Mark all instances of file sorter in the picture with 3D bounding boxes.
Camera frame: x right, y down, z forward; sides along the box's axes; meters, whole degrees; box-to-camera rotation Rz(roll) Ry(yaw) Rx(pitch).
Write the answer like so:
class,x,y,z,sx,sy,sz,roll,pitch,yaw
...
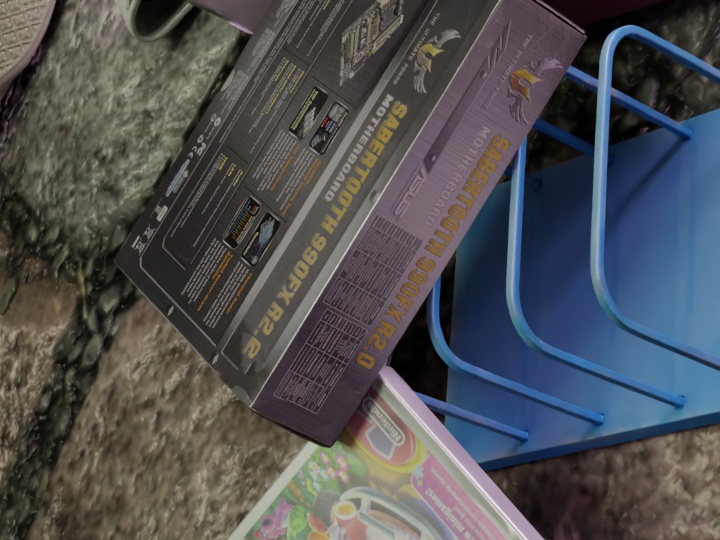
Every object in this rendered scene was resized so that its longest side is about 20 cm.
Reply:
class,x,y,z,sx,sy,sz,roll,pitch,yaw
file sorter,0.076,-0.006,0.913,0.199,0.122,0.140,-17,60,45

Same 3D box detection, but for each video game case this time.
class,x,y,z,sx,sy,sz,roll,pitch,yaw
video game case,-0.008,0.160,0.869,0.143,0.018,0.200,47,109,24

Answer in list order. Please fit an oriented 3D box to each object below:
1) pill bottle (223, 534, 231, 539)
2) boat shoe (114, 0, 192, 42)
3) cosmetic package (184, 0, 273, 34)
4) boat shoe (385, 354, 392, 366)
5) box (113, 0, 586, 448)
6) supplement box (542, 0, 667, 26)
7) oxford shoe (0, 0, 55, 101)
class,x,y,z,sx,sy,sz,roll,pitch,yaw
pill bottle,-0.020,0.162,0.958,0.200,0.112,0.113,-37,47,34
boat shoe,-0.084,-0.216,1.264,0.200,0.073,0.066,-50,45,38
cosmetic package,-0.028,-0.231,1.164,0.200,0.106,0.090,-52,41,18
boat shoe,0.000,0.000,1.051,0.072,0.068,0.201,-45,21,38
box,-0.011,-0.049,0.896,0.201,0.048,0.158,-59,36,5
supplement box,0.103,-0.191,0.953,0.199,0.130,0.104,-11,56,49
oxford shoe,-0.272,-0.138,1.456,0.201,0.075,0.058,-61,2,7
